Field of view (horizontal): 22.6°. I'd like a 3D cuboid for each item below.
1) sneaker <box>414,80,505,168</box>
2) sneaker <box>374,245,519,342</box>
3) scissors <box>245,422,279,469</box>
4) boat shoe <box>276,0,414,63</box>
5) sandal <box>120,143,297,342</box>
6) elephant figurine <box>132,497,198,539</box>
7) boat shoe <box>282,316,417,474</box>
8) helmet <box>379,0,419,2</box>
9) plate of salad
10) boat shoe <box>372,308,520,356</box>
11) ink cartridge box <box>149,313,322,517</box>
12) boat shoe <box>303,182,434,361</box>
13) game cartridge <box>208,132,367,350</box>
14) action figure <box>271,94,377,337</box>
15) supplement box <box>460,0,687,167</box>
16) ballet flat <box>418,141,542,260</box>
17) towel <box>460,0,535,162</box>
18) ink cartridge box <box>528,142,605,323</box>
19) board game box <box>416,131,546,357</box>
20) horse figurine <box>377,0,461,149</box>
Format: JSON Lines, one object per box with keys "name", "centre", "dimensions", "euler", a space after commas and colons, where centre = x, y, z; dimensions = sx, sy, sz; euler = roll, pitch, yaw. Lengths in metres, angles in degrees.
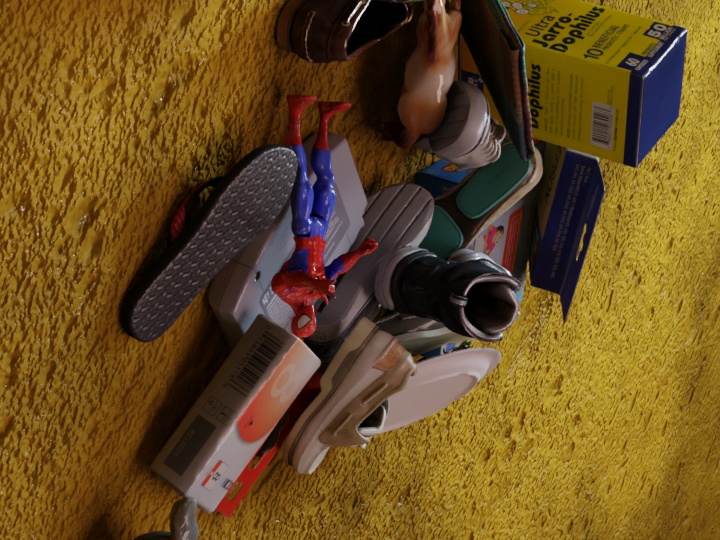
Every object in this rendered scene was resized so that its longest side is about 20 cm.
{"name": "sneaker", "centre": [0.103, -0.132, 1.680], "dimensions": [0.200, 0.071, 0.073], "euler": [-143, -108, -81]}
{"name": "sneaker", "centre": [0.109, 0.027, 1.672], "dimensions": [0.200, 0.114, 0.076], "euler": [7, 101, -53]}
{"name": "scissors", "centre": [-0.078, 0.086, 1.642], "dimensions": [0.073, 0.014, 0.201], "euler": [-6, 114, -61]}
{"name": "boat shoe", "centre": [0.009, -0.223, 1.539], "dimensions": [0.200, 0.070, 0.071], "euler": [-44, 140, -47]}
{"name": "sandal", "centre": [-0.128, -0.031, 1.439], "dimensions": [0.200, 0.045, 0.075], "euler": [-48, 144, -13]}
{"name": "elephant figurine", "centre": [-0.168, 0.294, 1.507], "dimensions": [0.200, 0.155, 0.142], "euler": [60, 10, -71]}
{"name": "boat shoe", "centre": [-0.012, 0.129, 1.636], "dimensions": [0.075, 0.068, 0.200], "euler": [-52, 173, -43]}
{"name": "helmet", "centre": [0.026, -0.296, 1.375], "dimensions": [0.200, 0.190, 0.200], "euler": [-44, 144, -45]}
{"name": "plate of salad", "centre": [0.042, 0.112, 1.766], "dimensions": [0.200, 0.200, 0.048], "euler": [17, 48, -65]}
{"name": "boat shoe", "centre": [0.059, 0.048, 1.782], "dimensions": [0.201, 0.060, 0.072], "euler": [-15, 163, -23]}
{"name": "ink cartridge box", "centre": [-0.088, 0.142, 1.568], "dimensions": [0.162, 0.050, 0.200], "euler": [-54, 154, -7]}
{"name": "boat shoe", "centre": [0.000, 0.000, 1.688], "dimensions": [0.200, 0.072, 0.071], "euler": [-50, 159, -29]}
{"name": "game cartridge", "centre": [-0.062, -0.018, 1.578], "dimensions": [0.200, 0.040, 0.133], "euler": [-58, 156, -26]}
{"name": "action figure", "centre": [-0.025, -0.042, 1.492], "dimensions": [0.065, 0.099, 0.201], "euler": [5, 91, -44]}
{"name": "supplement box", "centre": [0.211, -0.198, 1.810], "dimensions": [0.109, 0.200, 0.110], "euler": [-46, 145, -42]}
{"name": "ballet flat", "centre": [0.099, -0.049, 1.760], "dimensions": [0.200, 0.068, 0.062], "euler": [-36, 163, 9]}
{"name": "towel", "centre": [0.120, -0.216, 1.666], "dimensions": [0.022, 0.200, 0.147], "euler": [-18, 140, -4]}
{"name": "ink cartridge box", "centre": [0.215, -0.082, 1.947], "dimensions": [0.200, 0.047, 0.198], "euler": [-87, -175, -47]}
{"name": "board game box", "centre": [0.118, -0.032, 1.909], "dimensions": [0.196, 0.056, 0.201], "euler": [-31, 134, -54]}
{"name": "horse figurine", "centre": [0.059, -0.186, 1.626], "dimensions": [0.133, 0.050, 0.200], "euler": [-85, -172, -60]}
